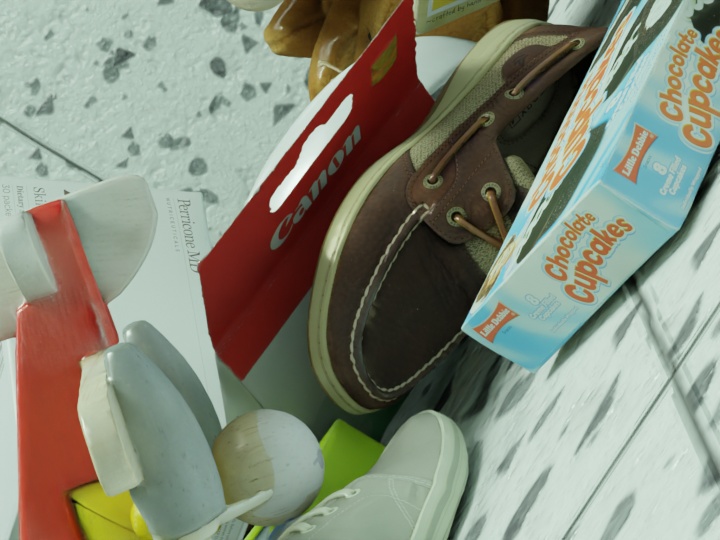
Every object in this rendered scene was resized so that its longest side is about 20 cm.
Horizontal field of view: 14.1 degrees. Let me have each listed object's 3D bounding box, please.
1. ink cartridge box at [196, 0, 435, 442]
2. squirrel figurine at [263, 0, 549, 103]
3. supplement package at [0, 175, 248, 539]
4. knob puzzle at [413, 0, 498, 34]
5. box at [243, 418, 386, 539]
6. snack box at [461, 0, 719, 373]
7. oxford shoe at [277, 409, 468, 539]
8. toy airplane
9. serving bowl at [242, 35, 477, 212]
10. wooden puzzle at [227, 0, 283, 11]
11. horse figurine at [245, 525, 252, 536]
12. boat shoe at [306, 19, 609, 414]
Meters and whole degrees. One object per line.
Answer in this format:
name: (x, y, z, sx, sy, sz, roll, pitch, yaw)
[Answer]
ink cartridge box: (0.000, 0.000, 1.228, 0.161, 0.050, 0.200, -54, -17, -24)
squirrel figurine: (0.051, -0.150, 1.478, 0.200, 0.142, 0.187, -51, -1, 3)
supplement package: (-0.132, 0.079, 1.393, 0.200, 0.111, 0.156, -104, 26, -43)
knob puzzle: (0.106, -0.209, 1.303, 0.220, 0.030, 0.220, -30, -36, -25)
box: (-0.047, 0.166, 1.157, 0.122, 0.048, 0.200, -54, 6, 42)
snack box: (0.109, -0.066, 1.085, 0.116, 0.037, 0.200, -51, 9, 53)
oxford shoe: (-0.008, 0.110, 1.068, 0.075, 0.058, 0.200, -57, 3, 37)
toy airplane: (-0.084, 0.061, 1.103, 0.199, 0.141, 0.200, 92, 178, -46)
serving bowl: (-0.005, -0.028, 1.356, 0.200, 0.066, 0.200, -50, -20, -25)
wooden puzzle: (0.000, -0.189, 1.463, 0.185, 0.037, 0.200, -37, 14, -3)
horse figurine: (-0.052, 0.084, 1.432, 0.133, 0.050, 0.200, -55, 31, 24)
boat shoe: (0.051, -0.025, 1.182, 0.072, 0.072, 0.200, 2, 47, 47)
